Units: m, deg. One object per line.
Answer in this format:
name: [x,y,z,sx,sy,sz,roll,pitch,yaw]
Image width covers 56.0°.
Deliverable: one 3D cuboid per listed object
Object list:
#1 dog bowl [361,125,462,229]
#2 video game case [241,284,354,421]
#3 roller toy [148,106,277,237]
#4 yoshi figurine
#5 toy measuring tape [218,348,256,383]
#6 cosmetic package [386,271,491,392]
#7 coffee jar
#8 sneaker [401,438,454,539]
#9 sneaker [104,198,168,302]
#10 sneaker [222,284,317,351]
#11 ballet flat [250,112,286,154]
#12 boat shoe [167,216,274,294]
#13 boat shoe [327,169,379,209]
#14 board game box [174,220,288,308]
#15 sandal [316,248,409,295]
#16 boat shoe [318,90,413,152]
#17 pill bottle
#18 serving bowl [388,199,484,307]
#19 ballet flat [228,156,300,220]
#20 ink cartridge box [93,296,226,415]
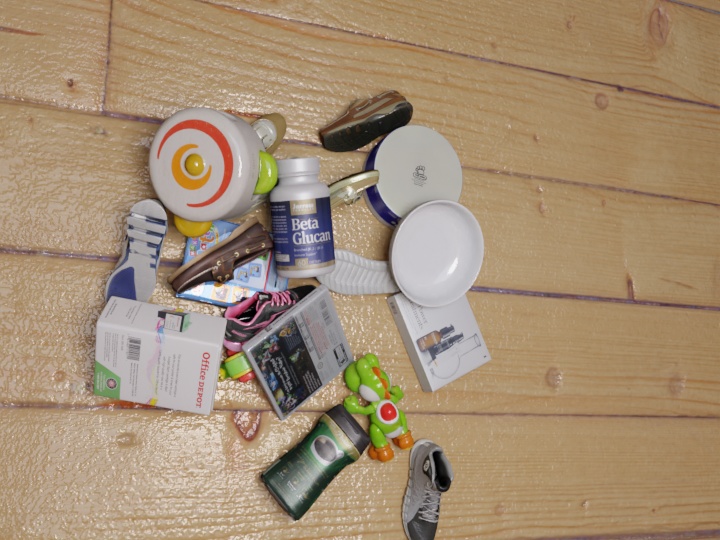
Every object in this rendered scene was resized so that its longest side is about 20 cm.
dog bowl: [0.104,-0.184,1.362,0.195,0.079,0.206,3,82,-19]
video game case: [-0.105,0.150,1.213,0.181,0.023,0.203,-38,135,-21]
roller toy: [-0.259,-0.176,1.144,0.198,0.140,0.185,-34,90,13]
yoshi figurine: [0.027,0.250,1.285,0.109,0.112,0.205,-13,104,20]
toy measuring tape: [-0.178,0.147,1.225,0.197,0.073,0.075,-27,91,-20]
cosmetic package: [0.158,0.117,1.356,0.148,0.052,0.204,-23,90,-23]
coffee jar: [-0.078,0.342,1.222,0.199,0.086,0.104,-41,77,-19]
sneaker: [0.130,0.425,1.270,0.073,0.115,0.206,4,81,-18]
sneaker: [-0.375,-0.038,1.179,0.079,0.116,0.203,19,106,-12]
sneaker: [-0.155,0.067,1.186,0.196,0.097,0.079,-24,54,-21]
ballet flat: [-0.207,-0.231,1.269,0.069,0.063,0.200,45,71,-6]
boat shoe: [-0.240,-0.015,1.185,0.198,0.070,0.071,-36,91,-20]
boat shoe: [-0.049,-0.132,1.286,0.197,0.073,0.064,-24,99,2]
board game box: [-0.228,-0.006,1.246,0.195,0.036,0.156,14,79,-18]
sandal: [-0.002,0.008,1.318,0.197,0.050,0.085,11,96,-16]
boat shoe: [0.007,-0.302,1.355,0.196,0.076,0.075,-22,62,-12]
pill bottle: [-0.105,-0.096,1.206,0.108,0.111,0.206,-8,99,-19]
serving bowl: [0.137,-0.038,1.299,0.195,0.066,0.206,-5,104,-20]
ballet flat: [-0.187,-0.158,1.266,0.197,0.069,0.071,-31,93,-20]
ink cartridge box: [-0.328,0.142,1.116,0.195,0.085,0.148,11,118,-7]
